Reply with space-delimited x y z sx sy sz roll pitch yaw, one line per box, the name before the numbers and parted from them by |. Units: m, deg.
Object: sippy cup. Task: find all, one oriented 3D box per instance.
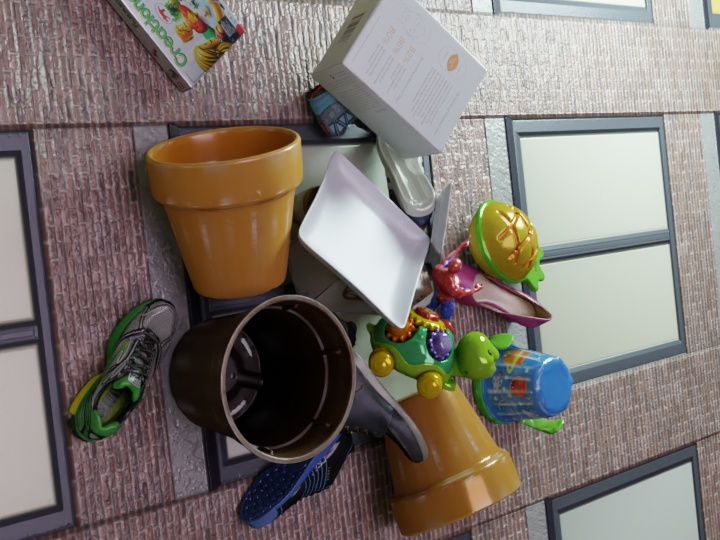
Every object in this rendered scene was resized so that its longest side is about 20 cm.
sippy cup | 0.279 0.191 1.622 0.176 0.129 0.143 19 77 -36

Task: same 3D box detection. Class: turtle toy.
turtle toy | 0.101 0.113 1.402 0.197 0.146 0.103 23 103 1

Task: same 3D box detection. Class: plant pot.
plant pot | 0.118 0.272 1.470 0.198 0.199 0.186 -17 82 -36
plant pot | -0.141 0.138 1.258 0.197 0.196 0.205 3 85 -37
plant pot | -0.166 -0.073 1.260 0.198 0.198 0.187 -21 115 -36

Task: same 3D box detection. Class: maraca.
maraca | 0.253 -0.041 1.631 0.198 0.106 0.140 26 59 -42

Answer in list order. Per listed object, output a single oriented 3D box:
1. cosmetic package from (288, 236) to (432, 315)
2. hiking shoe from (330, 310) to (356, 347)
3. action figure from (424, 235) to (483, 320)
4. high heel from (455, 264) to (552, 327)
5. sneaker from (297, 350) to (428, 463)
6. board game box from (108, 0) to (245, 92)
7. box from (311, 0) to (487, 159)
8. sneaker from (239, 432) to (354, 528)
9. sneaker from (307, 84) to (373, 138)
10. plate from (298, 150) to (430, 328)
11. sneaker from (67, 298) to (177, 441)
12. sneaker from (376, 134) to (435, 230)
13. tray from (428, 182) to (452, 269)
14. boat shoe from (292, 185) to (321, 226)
cosmetic package | 0.000 0.000 1.413 0.197 0.087 0.105 5 58 -44
hiking shoe | -0.034 0.121 1.418 0.100 0.075 0.204 -26 102 -32
action figure | 0.145 0.029 1.487 0.098 0.201 0.065 -36 68 -22
high heel | 0.228 0.041 1.612 0.199 0.095 0.068 36 67 -30
sneaker | 0.002 0.213 1.355 0.106 0.075 0.201 -42 98 -13
board game box | -0.258 -0.359 1.298 0.201 0.034 0.127 51 60 -24
box | 0.057 -0.284 1.399 0.199 0.106 0.154 38 73 -24
sneaker | -0.082 0.296 1.375 0.200 0.070 0.079 -44 129 -20
sneaker | 0.010 -0.262 1.483 0.198 0.079 0.097 -28 109 -25
plate | 0.003 -0.040 1.347 0.199 0.032 0.202 42 39 -19
sneaker | -0.284 0.127 1.219 0.078 0.084 0.203 38 65 -29
sneaker | 0.065 -0.143 1.500 0.073 0.085 0.203 -5 54 -7
tray | 0.122 -0.060 1.507 0.022 0.200 0.110 7 80 5
boat shoe | -0.032 -0.091 1.438 0.198 0.065 0.076 8 80 -50
